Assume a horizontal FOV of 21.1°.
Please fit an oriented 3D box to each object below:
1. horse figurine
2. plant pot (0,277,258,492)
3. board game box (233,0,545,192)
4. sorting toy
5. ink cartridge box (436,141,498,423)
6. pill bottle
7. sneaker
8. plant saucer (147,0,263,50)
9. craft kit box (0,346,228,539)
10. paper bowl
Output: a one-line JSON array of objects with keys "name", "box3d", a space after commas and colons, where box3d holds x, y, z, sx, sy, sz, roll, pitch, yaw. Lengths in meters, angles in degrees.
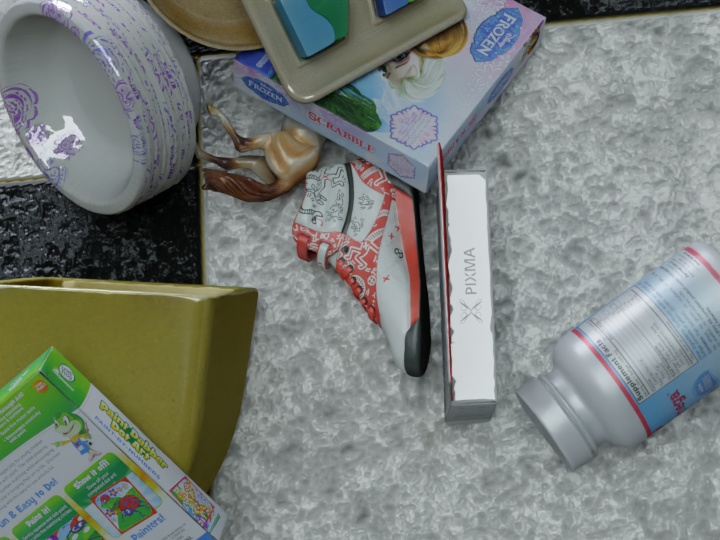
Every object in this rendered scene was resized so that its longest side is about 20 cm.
[{"name": "horse figurine", "box3d": [-0.067, -0.133, 1.706, 0.132, 0.050, 0.200, 28, 71, -1]}, {"name": "plant pot", "box3d": [-0.200, 0.111, 1.603, 0.194, 0.196, 0.200, 3, 93, 8]}, {"name": "board game box", "box3d": [0.026, -0.191, 1.682, 0.199, 0.041, 0.200, 29, 61, 14]}, {"name": "sorting toy", "box3d": [-0.021, -0.266, 1.628, 0.185, 0.036, 0.200, -31, 99, -21]}, {"name": "ink cartridge box", "box3d": [0.087, 0.013, 1.587, 0.045, 0.176, 0.200, -2, 76, 0]}, {"name": "pill bottle", "box3d": [0.231, 0.074, 1.589, 0.200, 0.109, 0.109, -36, 74, -2]}, {"name": "sneaker", "box3d": [0.000, 0.000, 1.662, 0.108, 0.067, 0.202, -7, 72, 7]}, {"name": "plant saucer", "box3d": [-0.111, -0.286, 1.637, 0.200, 0.035, 0.200, -3, 96, -26]}, {"name": "craft kit box", "box3d": [-0.242, 0.189, 1.519, 0.200, 0.049, 0.198, -38, 108, 24]}, {"name": "paper bowl", "box3d": [-0.217, -0.157, 1.671, 0.201, 0.201, 0.104, 46, 52, 15]}]
